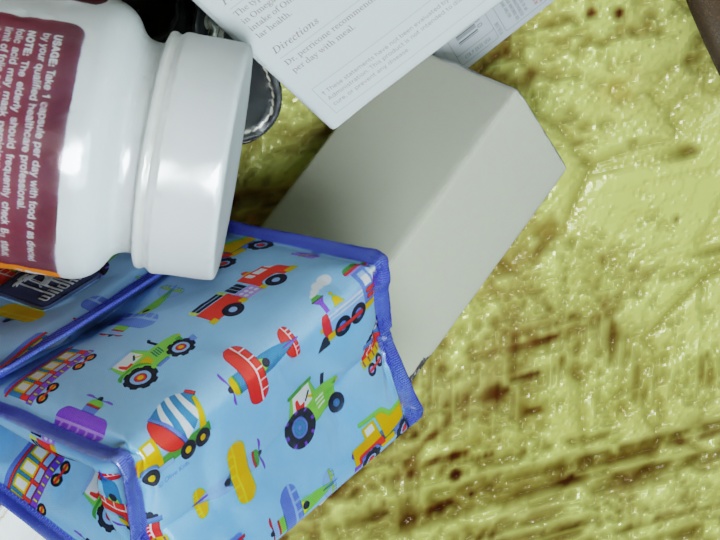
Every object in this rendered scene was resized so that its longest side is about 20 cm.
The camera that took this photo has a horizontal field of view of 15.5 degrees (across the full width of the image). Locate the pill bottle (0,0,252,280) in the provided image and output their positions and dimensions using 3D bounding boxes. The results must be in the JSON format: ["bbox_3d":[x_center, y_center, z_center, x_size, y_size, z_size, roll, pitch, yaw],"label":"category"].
[{"bbox_3d":[-0.148,-0.059,1.049,0.200,0.114,0.114,10,115,0],"label":"pill bottle"}]

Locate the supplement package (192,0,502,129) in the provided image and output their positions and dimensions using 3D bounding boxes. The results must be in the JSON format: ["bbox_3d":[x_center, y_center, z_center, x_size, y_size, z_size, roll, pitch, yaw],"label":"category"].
[{"bbox_3d":[-0.039,-0.178,1.068,0.117,0.117,0.200,-36,127,16],"label":"supplement package"}]

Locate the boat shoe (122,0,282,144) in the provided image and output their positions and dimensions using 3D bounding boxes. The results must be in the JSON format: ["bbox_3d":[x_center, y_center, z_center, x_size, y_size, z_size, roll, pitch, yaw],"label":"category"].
[{"bbox_3d":[-0.093,-0.116,1.129,0.074,0.060,0.200,-40,128,-3],"label":"boat shoe"}]

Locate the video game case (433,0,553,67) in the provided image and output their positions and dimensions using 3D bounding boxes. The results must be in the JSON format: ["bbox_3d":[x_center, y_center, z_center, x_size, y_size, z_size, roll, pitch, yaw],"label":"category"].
[{"bbox_3d":[0.064,-0.212,1.186,0.182,0.023,0.200,-38,127,-5],"label":"video game case"}]

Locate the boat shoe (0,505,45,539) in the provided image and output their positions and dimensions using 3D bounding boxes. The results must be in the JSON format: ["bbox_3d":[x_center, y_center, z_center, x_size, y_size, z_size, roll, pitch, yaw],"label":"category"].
[{"bbox_3d":[-0.152,0.069,1.173,0.200,0.071,0.069,-52,136,-24],"label":"boat shoe"}]

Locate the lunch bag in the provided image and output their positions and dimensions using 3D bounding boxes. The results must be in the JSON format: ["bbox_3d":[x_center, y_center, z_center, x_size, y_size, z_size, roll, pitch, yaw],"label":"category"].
[{"bbox_3d":[-0.101,0.037,1.102,0.151,0.200,0.094,-38,133,-31],"label":"lunch bag"}]

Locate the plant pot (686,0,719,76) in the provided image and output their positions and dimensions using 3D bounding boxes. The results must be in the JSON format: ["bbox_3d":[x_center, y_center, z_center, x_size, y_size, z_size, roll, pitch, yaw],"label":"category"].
[{"bbox_3d":[0.215,-0.152,1.194,0.187,0.187,0.200,-47,128,2],"label":"plant pot"}]

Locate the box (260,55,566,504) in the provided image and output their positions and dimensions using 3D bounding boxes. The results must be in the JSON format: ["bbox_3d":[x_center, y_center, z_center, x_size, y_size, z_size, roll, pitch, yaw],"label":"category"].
[{"bbox_3d":[0.000,0.000,1.196,0.200,0.082,0.068,-52,139,-13],"label":"box"}]
